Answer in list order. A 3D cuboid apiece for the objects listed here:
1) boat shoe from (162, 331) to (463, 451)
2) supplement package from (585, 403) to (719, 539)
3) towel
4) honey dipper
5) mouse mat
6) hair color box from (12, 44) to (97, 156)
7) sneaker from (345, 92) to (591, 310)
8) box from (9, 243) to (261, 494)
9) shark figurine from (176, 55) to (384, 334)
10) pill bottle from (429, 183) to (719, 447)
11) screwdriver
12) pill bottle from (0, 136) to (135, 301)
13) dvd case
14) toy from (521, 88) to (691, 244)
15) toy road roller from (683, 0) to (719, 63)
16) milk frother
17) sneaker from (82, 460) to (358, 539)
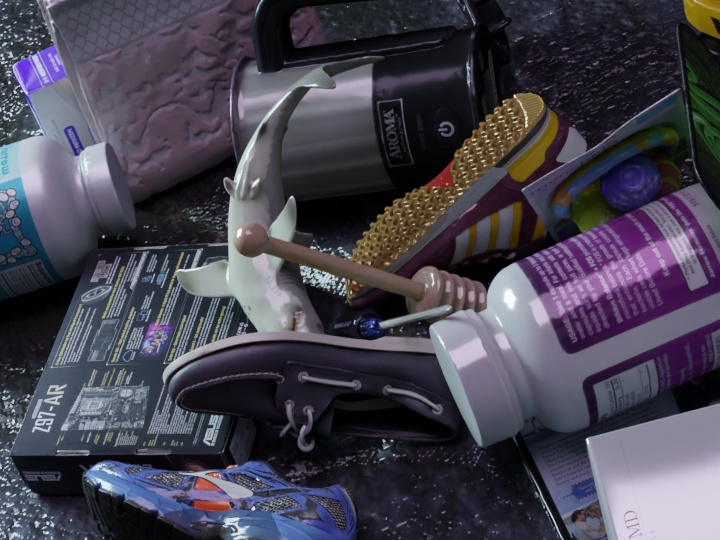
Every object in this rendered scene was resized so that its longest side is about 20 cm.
[{"bbox_3d":[-0.028,0.082,1.283,0.198,0.073,0.063,-1,60,-9],"label":"boat shoe"},{"bbox_3d":[0.238,0.144,1.088,0.198,0.120,0.122,-15,54,5],"label":"supplement package"},{"bbox_3d":[-0.125,-0.167,1.517,0.199,0.192,0.032,-25,33,-6],"label":"towel"},{"bbox_3d":[0.000,0.000,1.306,0.038,0.199,0.038,-27,54,45],"label":"honey dipper"},{"bbox_3d":[0.259,-0.049,1.251,0.008,0.200,0.162,-29,36,28],"label":"mouse mat"},{"bbox_3d":[-0.160,-0.149,1.570,0.199,0.110,0.065,-27,35,-7],"label":"hair color box"},{"bbox_3d":[0.079,-0.027,1.386,0.200,0.090,0.075,-42,27,15],"label":"sneaker"},{"bbox_3d":[-0.139,0.066,1.388,0.159,0.044,0.201,-3,44,18],"label":"box"},{"bbox_3d":[-0.050,-0.046,1.372,0.127,0.089,0.216,5,88,37],"label":"shark figurine"},{"bbox_3d":[0.148,0.033,1.233,0.199,0.113,0.113,-23,42,-4],"label":"pill bottle"},{"bbox_3d":[0.018,0.037,1.292,0.029,0.028,0.200,-42,9,-15],"label":"screwdriver"},{"bbox_3d":[-0.274,-0.034,1.495,0.198,0.111,0.111,-18,42,2],"label":"pill bottle"},{"bbox_3d":[0.177,0.118,1.232,0.142,0.018,0.201,-22,43,-1],"label":"dvd case"},{"bbox_3d":[0.175,-0.051,1.297,0.115,0.200,0.047,-34,79,5],"label":"toy"},{"bbox_3d":[0.317,-0.185,1.399,0.123,0.147,0.199,-41,46,-22],"label":"toy road roller"},{"bbox_3d":[0.016,-0.146,1.503,0.187,0.182,0.200,-6,2,15],"label":"milk frother"},{"bbox_3d":[-0.088,0.157,1.263,0.199,0.076,0.079,13,42,21],"label":"sneaker"}]
